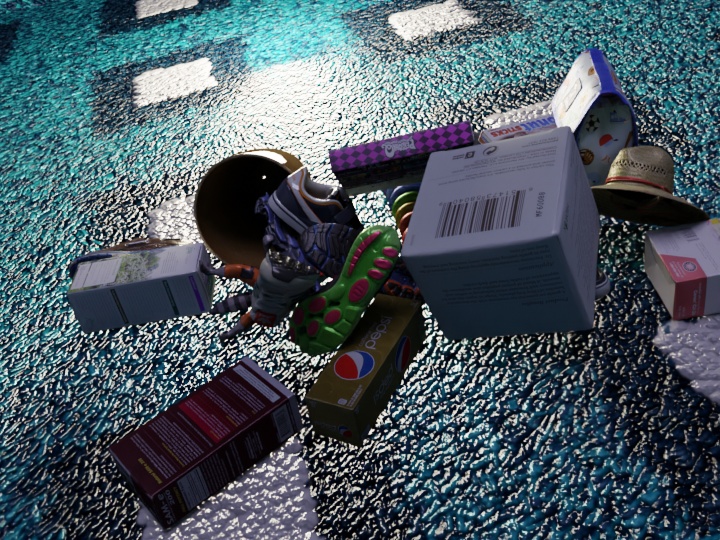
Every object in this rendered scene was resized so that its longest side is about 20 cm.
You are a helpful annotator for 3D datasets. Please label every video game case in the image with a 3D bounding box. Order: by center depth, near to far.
[{"bbox_3d":[0.063,-0.157,1.167,0.197,0.036,0.181,-12,-6,6],"label":"video game case"}]

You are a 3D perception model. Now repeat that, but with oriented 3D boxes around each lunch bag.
[{"bbox_3d":[0.362,-0.218,1.244,0.122,0.202,0.171,-4,37,9],"label":"lunch bag"}]

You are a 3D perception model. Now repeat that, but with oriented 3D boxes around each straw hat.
[{"bbox_3d":[0.387,-0.125,1.115,0.198,0.086,0.201,13,-4,1],"label":"straw hat"}]

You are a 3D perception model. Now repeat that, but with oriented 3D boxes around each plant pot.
[{"bbox_3d":[-0.148,-0.118,1.292,0.183,0.189,0.200,-5,21,9],"label":"plant pot"}]

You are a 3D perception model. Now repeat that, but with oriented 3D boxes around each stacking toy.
[{"bbox_3d":[0.083,-0.090,1.263,0.084,0.086,0.201,-10,43,1],"label":"stacking toy"}]

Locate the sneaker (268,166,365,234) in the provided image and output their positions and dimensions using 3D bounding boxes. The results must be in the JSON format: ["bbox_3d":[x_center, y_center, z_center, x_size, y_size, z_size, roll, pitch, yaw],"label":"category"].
[{"bbox_3d":[-0.032,-0.065,1.154,0.080,0.199,0.079,-47,13,20],"label":"sneaker"}]

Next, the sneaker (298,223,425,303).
[{"bbox_3d":[0.000,0.000,1.098,0.078,0.198,0.076,-16,51,61],"label":"sneaker"}]

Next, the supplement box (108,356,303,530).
[{"bbox_3d":[-0.177,0.196,0.948,0.199,0.062,0.108,-32,40,-28],"label":"supplement box"}]

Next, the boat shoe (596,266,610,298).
[{"bbox_3d":[0.267,-0.026,1.131,0.068,0.057,0.200,-26,38,-19],"label":"boat shoe"}]

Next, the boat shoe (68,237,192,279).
[{"bbox_3d":[-0.356,-0.012,1.282,0.197,0.073,0.073,-3,30,-6],"label":"boat shoe"}]

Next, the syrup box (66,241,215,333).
[{"bbox_3d":[-0.321,0.025,1.202,0.197,0.082,0.079,-9,36,3],"label":"syrup box"}]

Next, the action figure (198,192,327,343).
[{"bbox_3d":[-0.132,-0.001,1.167,0.191,0.105,0.202,-15,66,-15],"label":"action figure"}]

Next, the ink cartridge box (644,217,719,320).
[{"bbox_3d":[0.483,-0.011,1.044,0.197,0.068,0.117,-10,36,4],"label":"ink cartridge box"}]

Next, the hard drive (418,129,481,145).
[{"bbox_3d":[0.173,-0.193,1.398,0.197,0.043,0.135,9,41,25],"label":"hard drive"}]

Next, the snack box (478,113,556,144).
[{"bbox_3d":[0.295,-0.225,1.370,0.198,0.024,0.072,-18,55,-31],"label":"snack box"}]

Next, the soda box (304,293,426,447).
[{"bbox_3d":[0.012,0.117,1.001,0.067,0.065,0.200,10,40,27],"label":"soda box"}]

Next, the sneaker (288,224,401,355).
[{"bbox_3d":[-0.012,0.029,1.005,0.077,0.200,0.084,46,18,10],"label":"sneaker"}]

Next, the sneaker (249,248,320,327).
[{"bbox_3d":[-0.100,0.030,1.007,0.070,0.094,0.200,23,-1,-5],"label":"sneaker"}]

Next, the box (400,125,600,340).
[{"bbox_3d":[0.186,-0.043,1.024,0.197,0.172,0.202,-7,43,29],"label":"box"}]
